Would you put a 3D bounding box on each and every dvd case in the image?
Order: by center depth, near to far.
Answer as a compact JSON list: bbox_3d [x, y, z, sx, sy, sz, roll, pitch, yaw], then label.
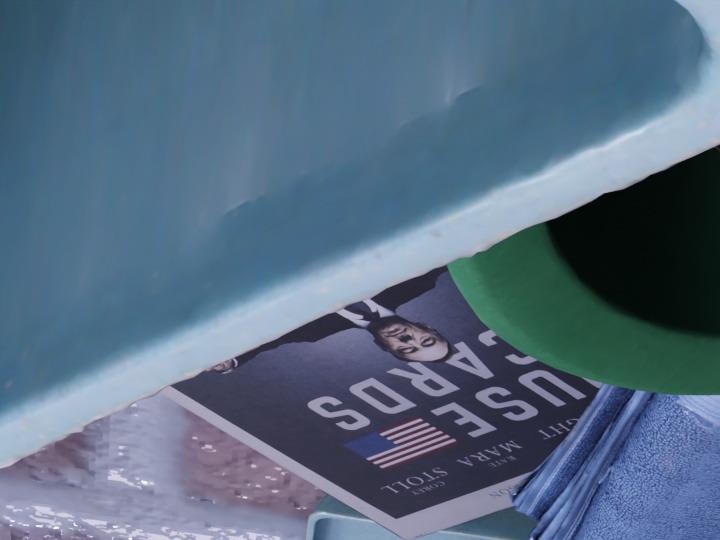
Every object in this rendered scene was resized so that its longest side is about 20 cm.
[{"bbox_3d":[0.000,0.000,0.708,0.150,0.025,0.200,-23,136,39],"label":"dvd case"}]

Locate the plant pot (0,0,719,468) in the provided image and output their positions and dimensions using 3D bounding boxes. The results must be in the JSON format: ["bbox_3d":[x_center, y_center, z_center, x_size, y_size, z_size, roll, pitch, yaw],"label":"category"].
[{"bbox_3d":[-0.071,-0.115,0.376,0.196,0.200,0.196,31,141,-34],"label":"plant pot"}]

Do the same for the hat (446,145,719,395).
[{"bbox_3d":[0.045,-0.093,0.555,0.200,0.176,0.166,16,118,-41],"label":"hat"}]

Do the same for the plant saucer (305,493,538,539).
[{"bbox_3d":[0.082,0.093,0.845,0.199,0.019,0.070,8,148,-2],"label":"plant saucer"}]

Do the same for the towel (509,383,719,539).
[{"bbox_3d":[0.118,0.020,0.665,0.111,0.049,0.200,9,135,-17],"label":"towel"}]
